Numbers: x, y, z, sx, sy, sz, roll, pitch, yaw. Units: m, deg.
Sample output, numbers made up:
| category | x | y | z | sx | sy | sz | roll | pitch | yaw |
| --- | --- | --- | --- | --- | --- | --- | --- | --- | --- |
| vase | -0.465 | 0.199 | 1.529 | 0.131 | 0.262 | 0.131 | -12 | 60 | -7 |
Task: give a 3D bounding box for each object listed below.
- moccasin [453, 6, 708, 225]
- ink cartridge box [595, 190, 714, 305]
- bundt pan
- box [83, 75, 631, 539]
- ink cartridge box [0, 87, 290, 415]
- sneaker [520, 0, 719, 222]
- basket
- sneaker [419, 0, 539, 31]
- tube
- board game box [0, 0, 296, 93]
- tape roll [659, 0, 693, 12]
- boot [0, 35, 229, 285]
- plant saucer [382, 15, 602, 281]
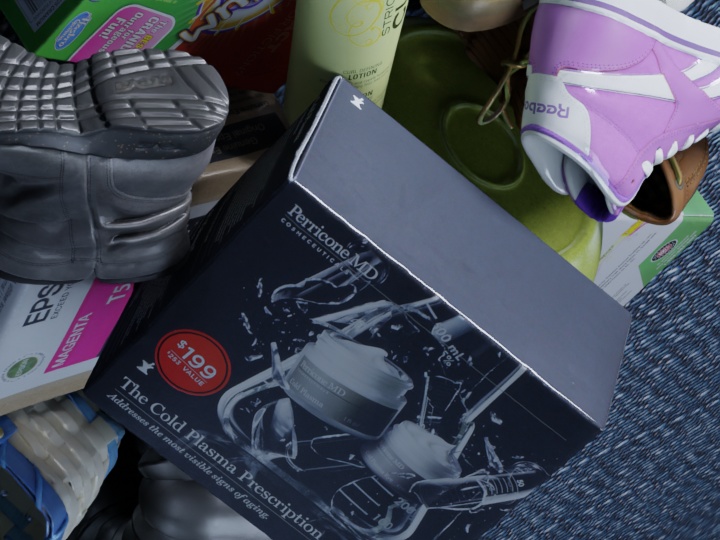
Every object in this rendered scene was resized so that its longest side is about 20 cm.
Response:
| category | x | y | z | sx | sy | sz | roll | pitch | yaw |
| --- | --- | --- | --- | --- | --- | --- | --- | --- | --- |
| moccasin | 0.103 | -0.103 | 1.460 | 0.074 | 0.202 | 0.078 | -32 | -166 | 30 |
| ink cartridge box | 0.117 | -0.021 | 1.793 | 0.145 | 0.084 | 0.200 | -45 | 155 | 27 |
| bundt pan | -0.123 | 0.120 | 1.616 | 0.075 | 0.203 | 0.202 | -1 | 144 | -33 |
| box | -0.001 | 0.041 | 1.360 | 0.182 | 0.200 | 0.104 | -45 | -167 | 33 |
| ink cartridge box | -0.141 | -0.014 | 1.454 | 0.164 | 0.075 | 0.200 | -18 | 155 | -36 |
| sneaker | 0.147 | -0.077 | 1.404 | 0.200 | 0.072 | 0.115 | 14 | 88 | -45 |
| basket | -0.240 | 0.142 | 1.534 | 0.177 | 0.139 | 0.200 | -53 | 176 | 39 |
| sneaker | 0.102 | -0.207 | 1.376 | 0.200 | 0.067 | 0.090 | -40 | 155 | -34 |
| tube | -0.004 | -0.136 | 1.315 | 0.058 | 0.052 | 0.200 | -60 | 170 | -34 |
| board game box | -0.059 | -0.157 | 1.310 | 0.153 | 0.040 | 0.200 | -44 | 157 | 24 |
| tape roll | 0.188 | -0.229 | 1.394 | 0.203 | 0.037 | 0.203 | -57 | 165 | -24 |
| boot | -0.165 | -0.044 | 1.260 | 0.199 | 0.070 | 0.132 | 9 | 140 | -13 |
| plant saucer | 0.058 | -0.060 | 1.460 | 0.199 | 0.201 | 0.031 | -11 | 158 | -45 |
